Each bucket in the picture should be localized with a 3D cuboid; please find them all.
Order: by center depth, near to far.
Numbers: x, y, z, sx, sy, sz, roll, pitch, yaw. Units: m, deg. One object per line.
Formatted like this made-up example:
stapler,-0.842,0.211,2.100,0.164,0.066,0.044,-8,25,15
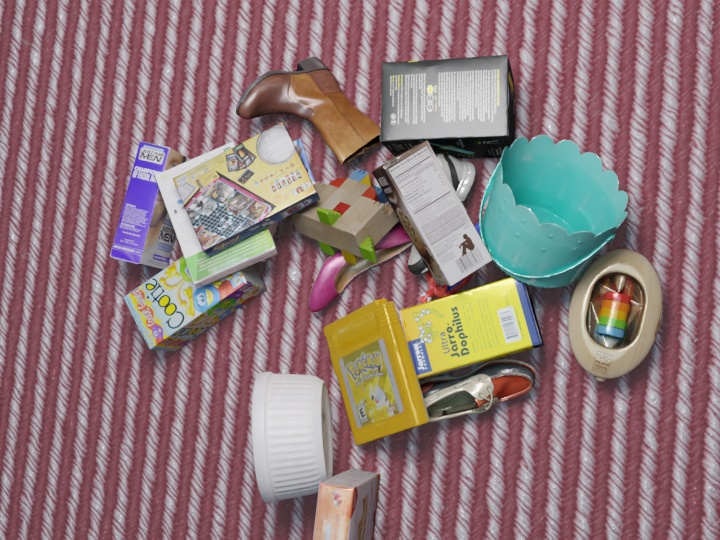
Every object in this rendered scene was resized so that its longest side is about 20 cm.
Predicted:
bucket,0.278,-0.083,1.372,0.204,0.136,0.209,8,46,-9

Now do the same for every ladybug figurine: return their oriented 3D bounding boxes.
ladybug figurine,0.385,0.069,1.406,0.134,0.072,0.203,17,88,14

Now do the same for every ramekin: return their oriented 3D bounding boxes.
ramekin,-0.102,0.257,1.444,0.103,0.200,0.203,-5,83,3

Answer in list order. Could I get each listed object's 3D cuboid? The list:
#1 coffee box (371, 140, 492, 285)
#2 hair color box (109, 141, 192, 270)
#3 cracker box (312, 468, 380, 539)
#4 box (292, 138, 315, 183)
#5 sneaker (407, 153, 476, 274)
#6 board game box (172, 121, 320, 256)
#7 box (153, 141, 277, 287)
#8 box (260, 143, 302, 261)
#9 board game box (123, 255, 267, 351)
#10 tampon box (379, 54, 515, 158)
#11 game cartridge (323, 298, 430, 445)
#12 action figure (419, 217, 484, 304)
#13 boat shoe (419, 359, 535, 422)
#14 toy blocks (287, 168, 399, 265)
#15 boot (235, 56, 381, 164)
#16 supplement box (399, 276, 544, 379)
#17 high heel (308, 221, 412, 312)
coffee box,0.105,-0.085,1.386,0.079,0.113,0.202,-31,95,-5
hair color box,-0.354,-0.108,1.585,0.064,0.109,0.203,12,87,14
cracker box,-0.020,0.382,1.404,0.057,0.200,0.136,6,86,14
box,-0.179,-0.139,1.578,0.198,0.048,0.124,-22,81,11
sneaker,0.111,-0.093,1.478,0.079,0.074,0.202,24,82,-24
board game box,-0.180,-0.128,1.452,0.198,0.035,0.137,-26,72,1
box,-0.233,-0.091,1.490,0.143,0.036,0.202,-22,73,-2
box,-0.148,-0.116,1.523,0.038,0.041,0.203,18,91,15
board game box,-0.275,0.038,1.553,0.199,0.105,0.104,-33,77,9
tampon box,0.142,-0.253,1.459,0.197,0.150,0.128,0,85,13
game cartridge,0.019,0.161,1.453,0.176,0.032,0.203,-30,74,50
action figure,0.164,-0.021,1.484,0.065,0.052,0.200,42,97,9
boat shoe,0.176,0.192,1.436,0.197,0.063,0.072,-13,117,14
toy blocks,-0.015,-0.103,1.489,0.198,0.101,0.137,22,56,37
boot,-0.083,-0.243,1.523,0.187,0.069,0.201,-27,68,-31
supplement box,0.174,0.090,1.435,0.197,0.109,0.111,-17,81,11
high heel,0.000,0.000,1.511,0.095,0.067,0.201,33,79,25
